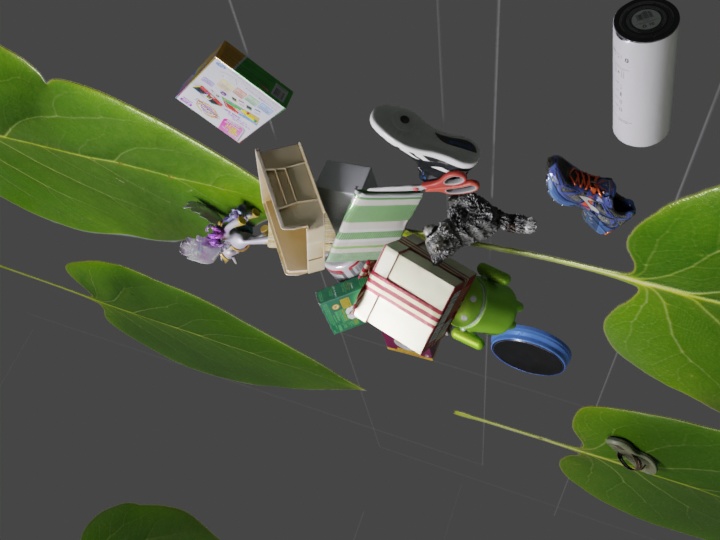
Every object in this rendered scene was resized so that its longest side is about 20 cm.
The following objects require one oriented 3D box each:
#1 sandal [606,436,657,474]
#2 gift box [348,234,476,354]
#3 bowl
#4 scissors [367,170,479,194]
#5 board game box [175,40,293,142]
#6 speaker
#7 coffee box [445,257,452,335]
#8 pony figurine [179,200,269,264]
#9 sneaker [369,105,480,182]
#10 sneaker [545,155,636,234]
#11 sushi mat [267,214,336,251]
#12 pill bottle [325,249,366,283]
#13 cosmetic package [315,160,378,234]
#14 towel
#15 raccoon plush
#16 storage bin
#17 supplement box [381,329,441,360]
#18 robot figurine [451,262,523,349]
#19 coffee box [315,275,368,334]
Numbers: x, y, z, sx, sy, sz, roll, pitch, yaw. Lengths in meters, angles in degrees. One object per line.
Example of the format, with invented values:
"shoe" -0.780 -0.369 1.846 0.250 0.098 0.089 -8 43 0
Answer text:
"sandal" 0.777 0.545 2.353 0.201 0.058 0.080 34 153 -23
"gift box" 0.092 0.051 1.621 0.186 0.201 0.184 32 -164 16
"bowl" 0.414 0.199 1.993 0.199 0.040 0.201 19 155 9
"scissors" 0.112 -0.144 1.445 0.199 0.014 0.073 -9 157 32
"board game box" -0.236 -0.323 1.498 0.153 0.041 0.200 34 153 -23
"speaker" 0.373 -0.254 1.072 0.081 0.082 0.200 11 153 24
"coffee box" 0.160 0.044 1.811 0.079 0.114 0.200 11 152 24
"pony figurine" -0.321 -0.086 1.948 0.199 0.167 0.193 -24 138 38
"sneaker" 0.097 -0.205 1.412 0.199 0.073 0.112 23 154 -5
"sneaker" 0.378 -0.134 1.336 0.199 0.076 0.078 28 147 -30
"sushi mat" -0.132 -0.094 1.825 0.199 0.096 0.012 4 -175 36
"pill bottle" 0.000 0.000 1.857 0.113 0.114 0.200 5 150 33
"cosmetic package" -0.012 -0.131 1.656 0.101 0.072 0.200 13 154 20
"towel" 0.026 -0.089 1.614 0.152 0.023 0.200 -4 143 -25
"raccoon plush" 0.214 -0.066 1.516 0.199 0.135 0.097 8 151 29
"storage bin" -0.135 -0.117 1.631 0.093 0.200 0.200 -15 156 -10
"supplement box" 0.127 0.127 2.016 0.130 0.104 0.200 14 153 21
"robot figurine" 0.256 0.074 1.750 0.199 0.176 0.116 15 -168 -35
"coffee box" 0.012 0.062 1.807 0.199 0.044 0.123 -21 138 2
